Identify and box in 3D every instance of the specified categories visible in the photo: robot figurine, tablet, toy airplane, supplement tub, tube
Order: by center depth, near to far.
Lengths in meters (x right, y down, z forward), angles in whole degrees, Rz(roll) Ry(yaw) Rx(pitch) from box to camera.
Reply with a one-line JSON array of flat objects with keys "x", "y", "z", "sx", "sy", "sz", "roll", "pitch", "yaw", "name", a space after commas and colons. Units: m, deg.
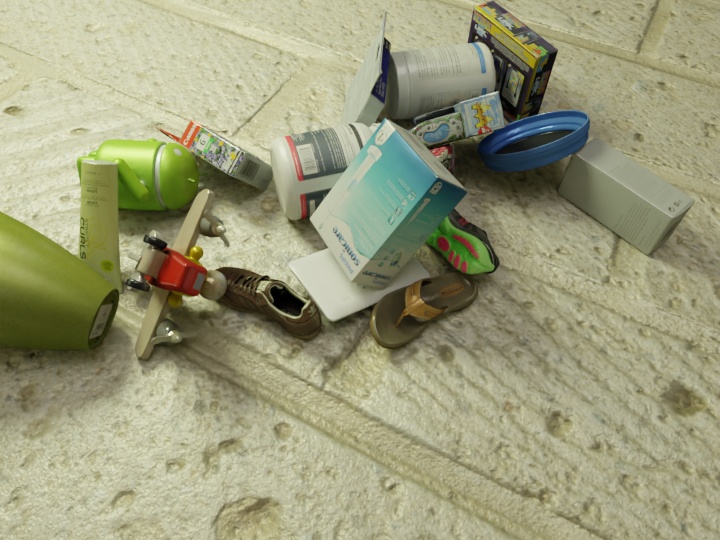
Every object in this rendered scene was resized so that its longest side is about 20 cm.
[{"x": -0.266, "y": 0.006, "z": 0.853, "sx": 0.140, "sy": 0.200, "sz": 0.200, "roll": 23, "pitch": 38, "yaw": -25, "name": "toy airplane"}, {"x": -0.399, "y": -0.066, "z": 0.892, "sx": 0.052, "sy": 0.202, "sz": 0.058, "roll": -6, "pitch": 18, "yaw": -45, "name": "tube"}, {"x": 0.000, "y": 0.000, "z": 0.925, "sx": 0.199, "sy": 0.014, "sz": 0.130, "roll": -21, "pitch": 56, "yaw": -31, "name": "tablet"}, {"x": -0.367, "y": -0.161, "z": 0.989, "sx": 0.198, "sy": 0.117, "sz": 0.176, "roll": 3, "pitch": 22, "yaw": 0, "name": "robot figurine"}, {"x": -0.045, "y": -0.172, "z": 0.995, "sx": 0.199, "sy": 0.141, "sz": 0.141, "roll": -13, "pitch": 54, "yaw": -12, "name": "supplement tub"}, {"x": 0.155, "y": -0.378, "z": 1.165, "sx": 0.198, "sy": 0.132, "sz": 0.133, "roll": -8, "pitch": 53, "yaw": -9, "name": "supplement tub"}]

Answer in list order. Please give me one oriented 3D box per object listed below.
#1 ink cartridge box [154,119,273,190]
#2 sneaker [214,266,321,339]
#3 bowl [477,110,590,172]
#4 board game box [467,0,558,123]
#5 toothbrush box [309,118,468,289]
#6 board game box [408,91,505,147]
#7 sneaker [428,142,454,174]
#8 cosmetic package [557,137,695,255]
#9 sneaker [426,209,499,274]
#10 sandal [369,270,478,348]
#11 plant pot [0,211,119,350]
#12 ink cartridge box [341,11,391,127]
[{"x": -0.257, "y": -0.218, "z": 1.039, "sx": 0.199, "sy": 0.109, "sz": 0.051, "roll": 33, "pitch": 96, "yaw": 20, "name": "ink cartridge box"}, {"x": -0.144, "y": 0.030, "z": 0.879, "sx": 0.199, "sy": 0.076, "sz": 0.071, "roll": 23, "pitch": 56, "yaw": 14, "name": "sneaker"}, {"x": 0.315, "y": -0.235, "z": 1.061, "sx": 0.199, "sy": 0.040, "sz": 0.201, "roll": -19, "pitch": 24, "yaw": 8, "name": "bowl"}, {"x": 0.293, "y": -0.415, "z": 1.176, "sx": 0.056, "sy": 0.166, "sz": 0.200, "roll": -23, "pitch": 58, "yaw": -19, "name": "board game box"}, {"x": 0.035, "y": -0.095, "z": 0.868, "sx": 0.085, "sy": 0.200, "sz": 0.147, "roll": 14, "pitch": 32, "yaw": -49, "name": "toothbrush box"}, {"x": 0.170, "y": -0.261, "z": 1.029, "sx": 0.199, "sy": 0.200, "sz": 0.062, "roll": -15, "pitch": 99, "yaw": -2, "name": "board game box"}, {"x": 0.124, "y": -0.168, "z": 0.985, "sx": 0.080, "sy": 0.075, "sz": 0.200, "roll": -10, "pitch": 12, "yaw": 24, "name": "sneaker"}, {"x": 0.452, "y": -0.130, "z": 1.009, "sx": 0.074, "sy": 0.102, "sz": 0.200, "roll": -32, "pitch": 62, "yaw": -24, "name": "cosmetic package"}, {"x": 0.159, "y": -0.056, "z": 0.970, "sx": 0.083, "sy": 0.077, "sz": 0.200, "roll": 17, "pitch": 31, "yaw": -39, "name": "sneaker"}, {"x": 0.100, "y": 0.047, "z": 0.880, "sx": 0.199, "sy": 0.054, "sz": 0.081, "roll": -24, "pitch": 74, "yaw": -21, "name": "sandal"}, {"x": -0.455, "y": 0.035, "z": 0.818, "sx": 0.199, "sy": 0.187, "sz": 0.188, "roll": 21, "pitch": 53, "yaw": -5, "name": "plant pot"}, {"x": 0.018, "y": -0.344, "z": 1.093, "sx": 0.040, "sy": 0.200, "sz": 0.201, "roll": 18, "pitch": 52, "yaw": -15, "name": "ink cartridge box"}]
